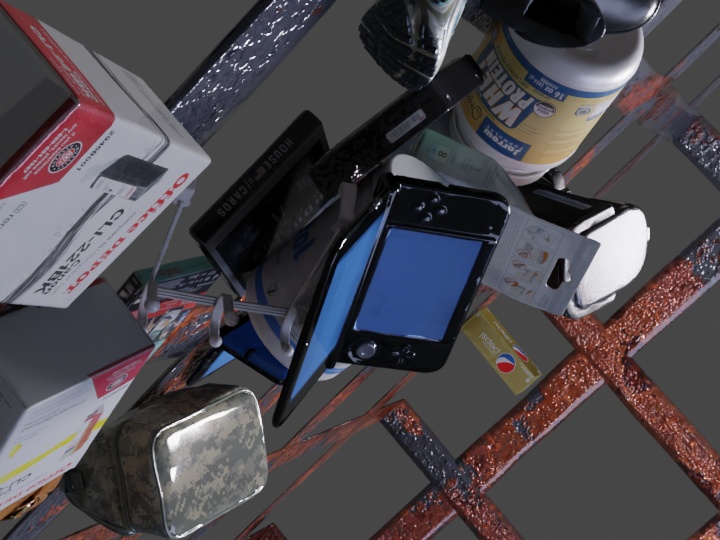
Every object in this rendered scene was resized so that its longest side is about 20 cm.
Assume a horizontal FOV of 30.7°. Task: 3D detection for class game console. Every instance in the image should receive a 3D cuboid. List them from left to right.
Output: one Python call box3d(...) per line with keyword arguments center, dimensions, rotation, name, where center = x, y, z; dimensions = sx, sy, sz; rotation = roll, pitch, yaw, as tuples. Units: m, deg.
box3d(center=(-0.086, 0.092, 1.582), dimensions=(0.199, 0.170, 0.119), rotation=(-32, 138, -40), name="game console")
box3d(center=(0.026, 0.034, 1.087), dimensions=(0.174, 0.117, 0.201), rotation=(8, 127, -17), name="game console")

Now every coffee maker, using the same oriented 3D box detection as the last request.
box3d(center=(0.184, -0.027, 1.437), dimensions=(0.192, 0.199, 0.135), rotation=(-44, 129, -16), name="coffee maker")

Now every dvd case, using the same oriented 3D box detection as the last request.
box3d(center=(-0.225, 0.064, 1.251), dimensions=(0.200, 0.022, 0.146), rotation=(-49, 166, 24), name="dvd case")
box3d(center=(-0.083, -0.057, 1.218), dimensions=(0.150, 0.025, 0.200), rotation=(-47, 167, -7), name="dvd case")

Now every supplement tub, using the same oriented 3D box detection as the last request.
box3d(center=(0.000, 0.000, 1.224), dimensions=(0.200, 0.132, 0.132), rotation=(-39, 170, 25), name="supplement tub")
box3d(center=(0.182, -0.192, 1.330), dimensions=(0.144, 0.145, 0.200), rotation=(-33, 165, -34), name="supplement tub")

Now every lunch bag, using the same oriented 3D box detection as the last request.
box3d(center=(-0.224, 0.211, 1.494), dimensions=(0.166, 0.141, 0.199), rotation=(1, -165, 34), name="lunch bag")

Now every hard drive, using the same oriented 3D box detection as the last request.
box3d(center=(0.038, -0.136, 1.196), dimensions=(0.139, 0.038, 0.200), rotation=(-35, -177, 22), name="hard drive")

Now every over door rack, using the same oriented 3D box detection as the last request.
box3d(center=(-0.101, 0.002, 1.090), dimensions=(0.146, 0.067, 0.201), rotation=(9, 138, -16), name="over door rack")

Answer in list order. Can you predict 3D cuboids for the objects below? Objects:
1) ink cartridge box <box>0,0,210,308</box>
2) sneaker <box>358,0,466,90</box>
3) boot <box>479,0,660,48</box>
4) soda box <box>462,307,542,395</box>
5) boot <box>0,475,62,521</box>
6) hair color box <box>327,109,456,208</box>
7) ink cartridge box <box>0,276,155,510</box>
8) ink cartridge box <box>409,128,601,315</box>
box3d(center=(-0.192, -0.058, 0.767), dimensions=(0.144, 0.084, 0.200), rotation=(-44, 169, 7), name="ink cartridge box")
box3d(center=(0.063, -0.219, 1.032), dimensions=(0.086, 0.078, 0.200), rotation=(-43, 172, -28), name="sneaker")
box3d(center=(0.175, -0.218, 1.051), dimensions=(0.200, 0.163, 0.066), rotation=(-81, -179, -74), name="boot")
box3d(center=(0.316, 0.180, 2.946), dimensions=(0.064, 0.200, 0.068), rotation=(-44, 167, 19), name="soda box")
box3d(center=(-0.372, 0.228, 1.281), dimensions=(0.200, 0.077, 0.155), rotation=(-47, 173, -8), name="boot")
box3d(center=(0.064, -0.118, 1.425), dimensions=(0.199, 0.061, 0.099), rotation=(-34, 166, -34), name="hair color box")
box3d(center=(-0.280, 0.115, 1.100), dimensions=(0.145, 0.084, 0.200), rotation=(-28, 162, -48), name="ink cartridge box")
box3d(center=(0.134, -0.044, 1.302), dimensions=(0.160, 0.199, 0.048), rotation=(103, 12, -61), name="ink cartridge box")
